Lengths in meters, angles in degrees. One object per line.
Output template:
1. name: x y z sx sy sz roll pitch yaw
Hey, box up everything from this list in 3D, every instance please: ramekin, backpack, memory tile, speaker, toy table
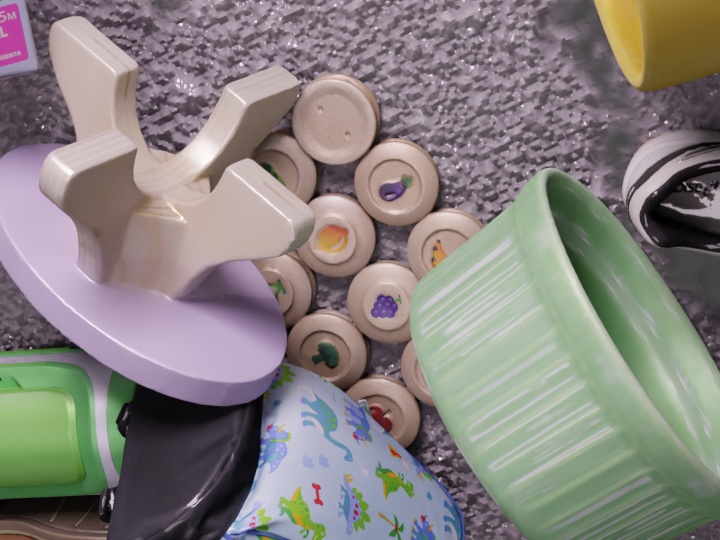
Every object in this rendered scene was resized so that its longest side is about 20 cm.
1. ramekin: 0.112 0.057 0.932 0.097 0.200 0.201 -34 99 18
2. backpack: -0.034 0.145 1.024 0.153 0.164 0.201 -19 124 19
3. memory tile: 0.000 0.000 1.043 0.153 0.017 0.200 -38 97 23
4. speaker: -0.215 0.095 1.094 0.198 0.089 0.089 -4 109 15
5. toy table: -0.108 -0.036 0.968 0.199 0.184 0.118 33 127 10

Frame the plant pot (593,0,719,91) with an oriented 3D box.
1. plant pot: 0.193 -0.204 0.835 0.187 0.201 0.202 -15 106 4

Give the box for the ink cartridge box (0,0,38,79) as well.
1. ink cartridge box: -0.210 -0.212 0.929 0.042 0.120 0.201 -14 133 -15

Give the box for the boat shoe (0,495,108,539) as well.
1. boat shoe: -0.195 0.170 1.130 0.198 0.072 0.069 2 114 24

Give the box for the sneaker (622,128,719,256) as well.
1. sneaker: 0.235 -0.033 0.935 0.198 0.088 0.076 -4 107 14
